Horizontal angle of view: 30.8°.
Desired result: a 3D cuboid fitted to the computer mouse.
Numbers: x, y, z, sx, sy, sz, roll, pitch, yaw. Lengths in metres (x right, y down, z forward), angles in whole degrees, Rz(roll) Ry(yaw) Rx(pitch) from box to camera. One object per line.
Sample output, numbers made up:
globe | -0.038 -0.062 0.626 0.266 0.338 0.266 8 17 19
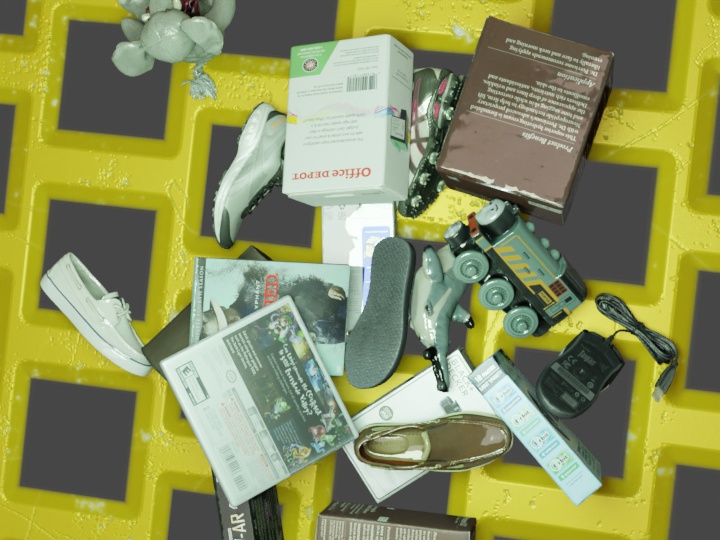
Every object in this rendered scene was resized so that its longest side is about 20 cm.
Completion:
computer mouse | 0.310 0.135 1.646 0.140 0.046 0.200 36 59 9

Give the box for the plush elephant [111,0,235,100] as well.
plush elephant | -0.246 -0.325 1.715 0.164 0.155 0.201 -16 87 9

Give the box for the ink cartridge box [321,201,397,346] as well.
ink cartridge box | 0.000 0.000 1.732 0.099 0.039 0.201 0 88 9

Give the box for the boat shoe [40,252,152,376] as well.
boat shoe | -0.346 0.058 1.777 0.200 0.072 0.066 44 101 15

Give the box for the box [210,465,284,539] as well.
box | -0.143 0.308 1.693 0.043 0.160 0.201 -9 89 8

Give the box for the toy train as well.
toy train | 0.194 -0.003 1.650 0.114 0.085 0.200 -37 114 16

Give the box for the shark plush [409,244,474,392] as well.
shark plush | 0.111 0.052 1.667 0.083 0.091 0.201 9 53 -13

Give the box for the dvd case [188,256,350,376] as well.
dvd case | -0.114 0.059 1.643 0.199 0.022 0.147 4 94 -16

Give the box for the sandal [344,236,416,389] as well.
sandal | 0.036 0.058 1.682 0.076 0.043 0.201 12 81 28

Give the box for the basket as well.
basket | -0.163 0.078 1.714 0.180 0.136 0.200 39 90 33

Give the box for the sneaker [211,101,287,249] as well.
sneaker | -0.140 -0.120 1.741 0.079 0.074 0.201 24 93 4

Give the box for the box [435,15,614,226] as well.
box | 0.207 -0.182 1.627 0.165 0.164 0.201 19 89 10

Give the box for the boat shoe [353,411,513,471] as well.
boat shoe | 0.090 0.221 1.636 0.201 0.075 0.075 -8 89 9

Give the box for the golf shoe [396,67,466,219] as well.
golf shoe | 0.079 -0.167 1.713 0.088 0.077 0.201 20 91 30

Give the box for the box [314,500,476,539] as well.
box | 0.046 0.350 1.691 0.199 0.100 0.075 6 91 9

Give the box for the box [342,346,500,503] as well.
box | 0.078 0.199 1.707 0.200 0.060 0.117 -32 85 8

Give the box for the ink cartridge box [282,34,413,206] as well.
ink cartridge box | -0.015 -0.188 1.679 0.144 0.084 0.201 -3 78 27

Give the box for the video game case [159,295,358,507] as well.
video game case | -0.123 0.160 1.612 0.181 0.023 0.201 -27 95 -15

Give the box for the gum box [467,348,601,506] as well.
gum box | 0.219 0.189 1.628 0.045 0.170 0.200 -42 83 7
